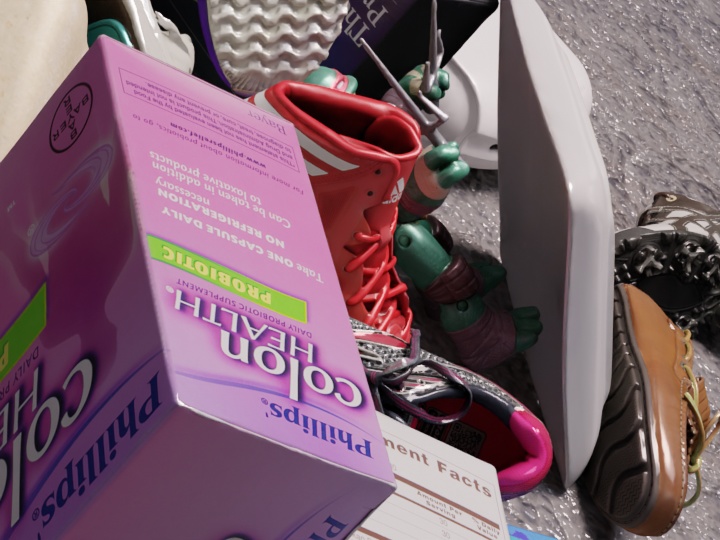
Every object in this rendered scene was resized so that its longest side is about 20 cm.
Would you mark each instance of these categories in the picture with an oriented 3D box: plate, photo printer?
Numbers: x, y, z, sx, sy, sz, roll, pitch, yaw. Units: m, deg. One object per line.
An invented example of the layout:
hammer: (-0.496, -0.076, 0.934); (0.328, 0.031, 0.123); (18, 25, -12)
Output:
plate: (0.102, -0.023, 1.288); (0.032, 0.200, 0.200); (-6, 40, -3)
photo printer: (0.048, -0.145, 1.506); (0.200, 0.069, 0.166); (50, 28, 16)

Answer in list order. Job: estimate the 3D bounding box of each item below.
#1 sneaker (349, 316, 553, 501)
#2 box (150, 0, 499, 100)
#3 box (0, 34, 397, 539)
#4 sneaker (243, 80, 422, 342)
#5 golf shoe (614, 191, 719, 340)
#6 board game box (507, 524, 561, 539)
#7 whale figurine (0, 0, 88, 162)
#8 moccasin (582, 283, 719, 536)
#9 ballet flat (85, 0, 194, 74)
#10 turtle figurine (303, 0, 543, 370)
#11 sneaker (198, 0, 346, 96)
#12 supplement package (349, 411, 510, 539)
sneaker: (-0.007, 0.050, 1.090); (0.200, 0.081, 0.075); (17, -6, -16)
box: (-0.040, -0.169, 1.348); (0.079, 0.141, 0.200); (-2, 49, -51)
box: (-0.094, 0.049, 0.915); (0.097, 0.176, 0.200); (23, 33, -33)
sneaker: (0.000, 0.000, 1.147); (0.200, 0.115, 0.078); (49, 34, -16)
golf shoe: (0.185, -0.004, 1.498); (0.094, 0.078, 0.200); (39, 19, 35)
board game box: (0.098, 0.176, 1.096); (0.200, 0.045, 0.152); (20, 21, -36)
whale figurine: (-0.181, -0.060, 1.069); (0.159, 0.104, 0.200); (-5, 69, -20)
moccasin: (0.159, 0.081, 1.330); (0.078, 0.074, 0.201); (28, 19, -10)
ballet flat: (-0.111, -0.119, 1.133); (0.069, 0.069, 0.200); (-17, 90, -59)
turtle figurine: (0.020, -0.049, 1.244); (0.150, 0.101, 0.200); (-91, 155, -57)
sneaker: (-0.051, -0.181, 1.187); (0.069, 0.200, 0.100); (-1, -1, -16)
supplement package: (-0.011, 0.156, 0.932); (0.117, 0.117, 0.200); (27, 30, -27)
